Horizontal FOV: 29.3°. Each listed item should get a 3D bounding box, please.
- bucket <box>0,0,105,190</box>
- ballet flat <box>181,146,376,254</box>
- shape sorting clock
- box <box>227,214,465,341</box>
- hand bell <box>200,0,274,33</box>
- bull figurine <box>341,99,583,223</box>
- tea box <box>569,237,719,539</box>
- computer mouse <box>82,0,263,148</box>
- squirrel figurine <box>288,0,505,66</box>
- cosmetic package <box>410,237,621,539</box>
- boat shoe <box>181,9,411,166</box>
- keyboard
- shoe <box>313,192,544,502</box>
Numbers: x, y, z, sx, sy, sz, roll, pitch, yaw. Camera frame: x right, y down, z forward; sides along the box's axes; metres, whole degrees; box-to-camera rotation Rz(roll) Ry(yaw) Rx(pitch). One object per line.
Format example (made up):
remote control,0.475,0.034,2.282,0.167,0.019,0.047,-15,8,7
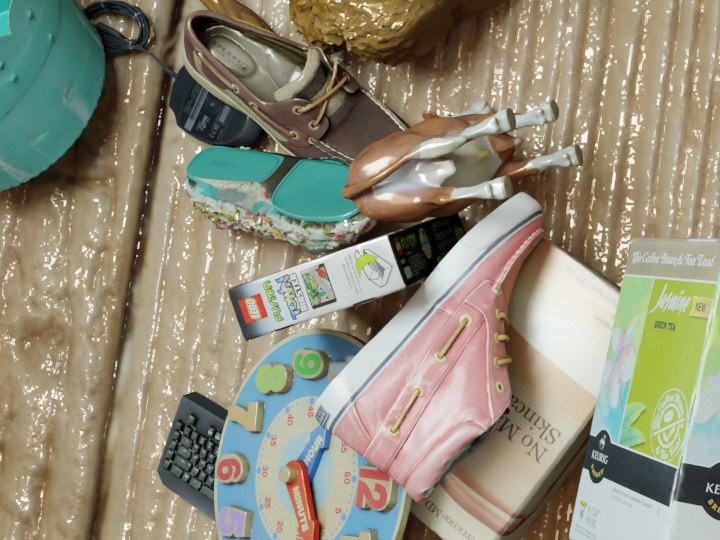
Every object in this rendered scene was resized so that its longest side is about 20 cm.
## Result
bucket,-0.303,-0.165,1.038,0.207,0.135,0.207,-9,63,18
ballet flat,-0.048,-0.046,0.981,0.200,0.064,0.076,20,56,46
shape sorting clock,-0.038,0.138,0.928,0.200,0.039,0.200,-13,71,41
box,0.000,0.000,0.912,0.110,0.200,0.035,-18,91,17
hand bell,-0.121,-0.219,1.052,0.104,0.104,0.200,-43,86,11
bull figurine,0.068,-0.075,0.903,0.121,0.200,0.065,-12,102,33
tea box,0.255,0.093,0.809,0.200,0.134,0.197,11,88,-12
computer mouse,-0.146,-0.156,1.074,0.200,0.034,0.059,38,109,24
squirrel figurine,0.010,-0.248,0.971,0.187,0.142,0.200,40,96,25
cosmetic package,0.110,0.089,0.925,0.103,0.087,0.200,37,97,19
boat shoe,-0.041,-0.125,0.985,0.200,0.072,0.072,35,81,2
keyboard,-0.060,0.141,0.994,0.200,0.021,0.127,26,97,31
shoe,0.069,0.047,0.857,0.091,0.071,0.200,40,74,12
